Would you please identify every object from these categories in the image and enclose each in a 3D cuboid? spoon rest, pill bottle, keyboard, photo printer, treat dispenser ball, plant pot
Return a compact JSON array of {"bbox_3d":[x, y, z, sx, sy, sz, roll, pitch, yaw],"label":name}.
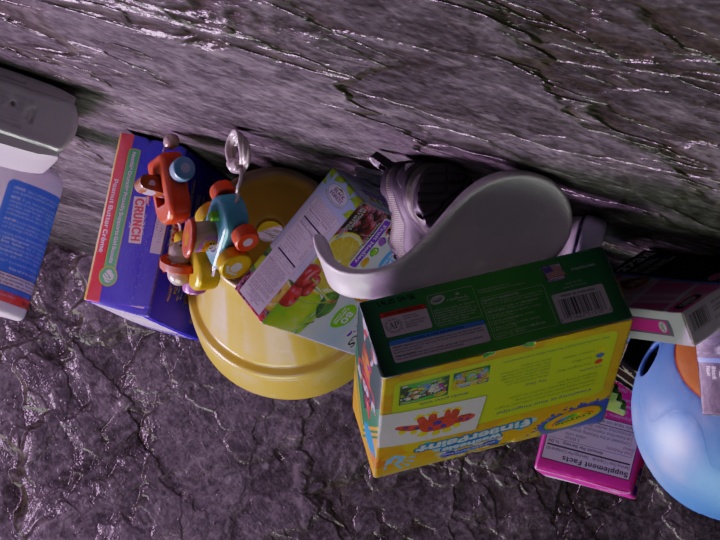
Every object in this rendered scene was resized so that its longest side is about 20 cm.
[{"bbox_3d":[0.064,-0.020,1.460,0.198,0.061,0.100,-15,130,9],"label":"spoon rest"},{"bbox_3d":[-0.366,-0.059,1.954,0.111,0.202,0.112,16,174,2],"label":"pill bottle"},{"bbox_3d":[0.073,-0.058,1.709,0.056,0.011,0.199,5,169,38],"label":"keyboard"},{"bbox_3d":[-0.348,-0.143,1.757,0.165,0.070,0.200,18,174,-14],"label":"photo printer"},{"bbox_3d":[0.342,0.124,1.713,0.199,0.203,0.201,16,174,2],"label":"treat dispenser ball"},{"bbox_3d":[-0.074,-0.001,1.841,0.199,0.202,0.189,15,158,12],"label":"plant pot"}]

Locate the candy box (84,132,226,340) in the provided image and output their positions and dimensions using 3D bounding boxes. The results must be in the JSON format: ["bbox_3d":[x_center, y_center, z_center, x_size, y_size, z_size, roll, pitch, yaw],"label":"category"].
[{"bbox_3d":[-0.196,-0.029,1.925,0.076,0.171,0.200,11,173,12],"label":"candy box"}]

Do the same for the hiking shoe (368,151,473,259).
[{"bbox_3d":[0.073,-0.015,1.573,0.100,0.076,0.201,29,148,51],"label":"hiking shoe"}]

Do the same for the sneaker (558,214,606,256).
[{"bbox_3d":[0.150,-0.013,1.592,0.070,0.074,0.200,19,172,-5],"label":"sneaker"}]

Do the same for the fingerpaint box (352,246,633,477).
[{"bbox_3d":[0.098,0.072,1.503,0.198,0.074,0.167,-13,149,-9],"label":"fingerpaint box"}]

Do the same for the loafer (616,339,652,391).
[{"bbox_3d":[0.215,0.056,1.829,0.199,0.073,0.071,38,135,2],"label":"loafer"}]

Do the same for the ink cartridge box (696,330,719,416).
[{"bbox_3d":[0.360,0.070,1.537,0.199,0.100,0.039,-1,-172,42],"label":"ink cartridge box"}]

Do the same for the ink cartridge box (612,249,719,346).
[{"bbox_3d":[0.240,0.020,1.587,0.094,0.037,0.199,-31,-165,-25],"label":"ink cartridge box"}]

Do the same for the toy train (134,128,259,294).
[{"bbox_3d":[-0.154,-0.055,1.707,0.055,0.152,0.200,-7,178,-26],"label":"toy train"}]

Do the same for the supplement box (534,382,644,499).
[{"bbox_3d":[0.245,0.115,1.898,0.102,0.202,0.101,15,174,13],"label":"supplement box"}]

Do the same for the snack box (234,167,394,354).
[{"bbox_3d":[0.000,0.000,1.714,0.053,0.142,0.199,50,-164,32],"label":"snack box"}]

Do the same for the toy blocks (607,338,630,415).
[{"bbox_3d":[0.171,0.038,1.743,0.198,0.138,0.100,21,-161,2],"label":"toy blocks"}]
